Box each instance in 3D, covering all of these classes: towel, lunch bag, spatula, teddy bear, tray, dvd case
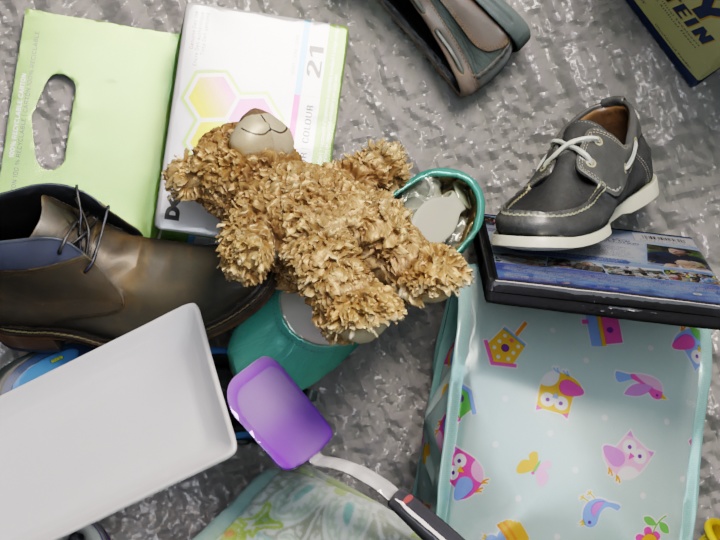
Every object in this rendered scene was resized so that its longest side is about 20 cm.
[{"bbox_3d":[-0.040,0.205,1.543,0.171,0.048,0.200,23,53,34],"label":"towel"},{"bbox_3d":[0.122,0.099,1.650,0.170,0.122,0.201,8,85,-4],"label":"lunch bag"},{"bbox_3d":[0.005,0.122,1.539,0.200,0.021,0.056,37,39,15],"label":"spatula"},{"bbox_3d":[-0.025,-0.031,1.555,0.145,0.067,0.200,-18,46,-13],"label":"teddy bear"},{"bbox_3d":[-0.166,0.106,1.581,0.200,0.022,0.108,-26,58,12],"label":"tray"},{"bbox_3d":[0.140,-0.001,1.621,0.142,0.200,0.018,6,102,-1],"label":"dvd case"}]

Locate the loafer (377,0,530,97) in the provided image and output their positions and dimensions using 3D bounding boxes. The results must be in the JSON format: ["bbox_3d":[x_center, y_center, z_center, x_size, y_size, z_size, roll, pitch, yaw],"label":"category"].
[{"bbox_3d":[0.015,-0.191,1.717,0.200,0.072,0.063,39,84,-1],"label":"loafer"}]

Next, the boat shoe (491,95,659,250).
[{"bbox_3d":[0.127,-0.056,1.645,0.072,0.200,0.068,3,107,24],"label":"boat shoe"}]

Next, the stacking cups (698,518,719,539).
[{"bbox_3d":[0.162,0.237,1.578,0.060,0.061,0.200,39,106,1],"label":"stacking cups"}]

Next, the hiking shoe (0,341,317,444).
[{"bbox_3d":[-0.130,0.070,1.641,0.199,0.087,0.075,-3,80,-7],"label":"hiking shoe"}]

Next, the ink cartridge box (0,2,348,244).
[{"bbox_3d":[-0.118,-0.088,1.677,0.199,0.076,0.148,8,79,-6],"label":"ink cartridge box"}]

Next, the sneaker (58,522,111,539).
[{"bbox_3d":[-0.174,0.243,1.593,0.072,0.114,0.201,-2,81,-8],"label":"sneaker"}]

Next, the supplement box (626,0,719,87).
[{"bbox_3d":[0.264,-0.243,1.686,0.200,0.200,0.134,-36,85,-11],"label":"supplement box"}]

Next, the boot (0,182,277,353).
[{"bbox_3d":[-0.153,-0.003,1.603,0.199,0.097,0.075,-8,51,23],"label":"boot"}]

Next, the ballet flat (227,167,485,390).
[{"bbox_3d":[0.000,0.000,1.612,0.200,0.070,0.067,-40,87,-27],"label":"ballet flat"}]
